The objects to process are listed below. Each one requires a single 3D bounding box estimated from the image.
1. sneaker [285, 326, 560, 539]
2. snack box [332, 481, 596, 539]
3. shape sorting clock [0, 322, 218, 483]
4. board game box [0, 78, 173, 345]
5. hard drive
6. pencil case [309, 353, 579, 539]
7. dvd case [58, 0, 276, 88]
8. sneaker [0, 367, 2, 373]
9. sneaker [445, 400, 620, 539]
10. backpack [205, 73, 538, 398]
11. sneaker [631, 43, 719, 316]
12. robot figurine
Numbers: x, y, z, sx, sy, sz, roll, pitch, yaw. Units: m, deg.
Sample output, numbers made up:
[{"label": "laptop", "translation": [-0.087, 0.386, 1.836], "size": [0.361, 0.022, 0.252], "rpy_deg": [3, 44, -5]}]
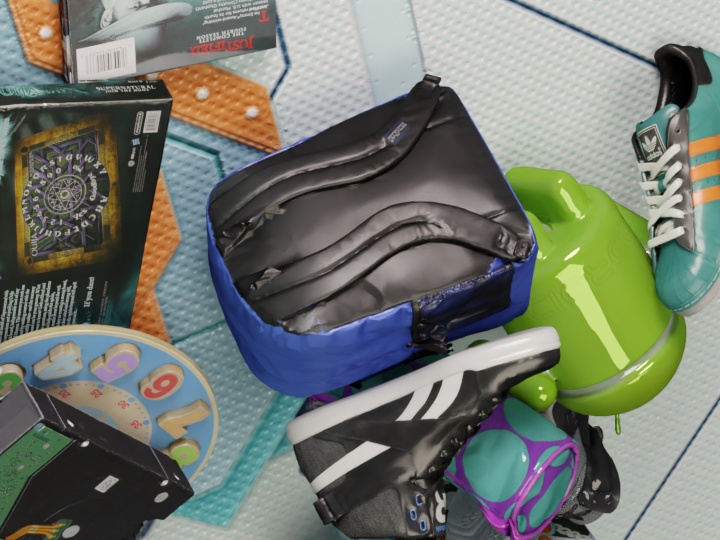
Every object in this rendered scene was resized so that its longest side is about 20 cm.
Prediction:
[{"label": "sneaker", "translation": [0.058, 0.119, 1.700], "size": [0.199, 0.073, 0.112], "rpy_deg": [-22, 87, 15]}, {"label": "snack box", "translation": [0.085, 0.207, 1.909], "size": [0.199, 0.116, 0.037], "rpy_deg": [3, 122, -29]}, {"label": "shape sorting clock", "translation": [-0.196, 0.113, 1.728], "size": [0.199, 0.039, 0.201], "rpy_deg": [-5, 136, -5]}, {"label": "board game box", "translation": [-0.203, -0.033, 1.645], "size": [0.134, 0.028, 0.201], "rpy_deg": [-4, 129, -25]}, {"label": "hard drive", "translation": [-0.215, 0.153, 1.668], "size": [0.140, 0.038, 0.200], "rpy_deg": [-40, 150, 9]}, {"label": "pencil case", "translation": [0.055, 0.108, 1.778], "size": [0.092, 0.199, 0.085], "rpy_deg": [-47, 156, -28]}, {"label": "dvd case", "translation": [-0.123, -0.217, 1.581], "size": [0.145, 0.022, 0.201], "rpy_deg": [-14, 125, -18]}, {"label": "sneaker", "translation": [-0.283, 0.056, 1.629], "size": [0.081, 0.075, 0.200], "rpy_deg": [-25, 121, 12]}, {"label": "sneaker", "translation": [0.136, 0.172, 1.877], "size": [0.114, 0.075, 0.201], "rpy_deg": [47, 51, -33]}, {"label": "backpack", "translation": [0.000, 0.000, 1.699], "size": [0.199, 0.163, 0.168], "rpy_deg": [-21, 148, -15]}, {"label": "sneaker", "translation": [0.223, -0.067, 1.778], "size": [0.080, 0.201, 0.071], "rpy_deg": [25, 151, -27]}, {"label": "robot figurine", "translation": [0.158, 0.020, 1.804], "size": [0.176, 0.115, 0.200], "rpy_deg": [-47, 118, -23]}]
